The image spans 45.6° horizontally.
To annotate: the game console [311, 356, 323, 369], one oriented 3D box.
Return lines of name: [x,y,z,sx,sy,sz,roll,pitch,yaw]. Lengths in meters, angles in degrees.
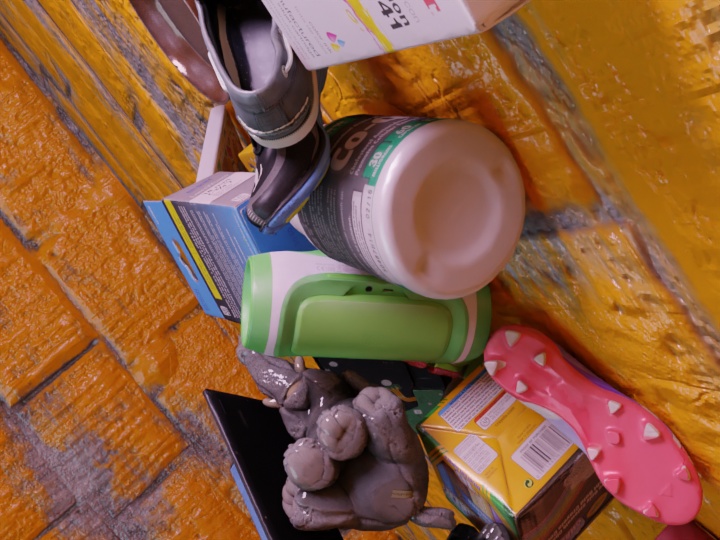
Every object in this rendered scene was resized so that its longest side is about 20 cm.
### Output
game console: [-0.074,0.015,1.084,0.115,0.177,0.201,-3,132,36]

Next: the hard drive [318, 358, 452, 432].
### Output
hard drive: [0.041,0.135,1.022,0.137,0.038,0.201,-4,140,19]

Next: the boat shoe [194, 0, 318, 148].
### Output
boat shoe: [-0.070,-0.179,0.534,0.062,0.072,0.203,40,-144,-70]

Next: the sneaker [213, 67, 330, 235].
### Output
sneaker: [-0.065,-0.113,0.592,0.082,0.202,0.071,18,146,-30]

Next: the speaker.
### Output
speaker: [0.004,0.031,0.705,0.088,0.197,0.090,-176,90,-76]

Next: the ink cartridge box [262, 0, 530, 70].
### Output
ink cartridge box: [-0.001,-0.183,0.402,0.148,0.085,0.200,55,166,-20]

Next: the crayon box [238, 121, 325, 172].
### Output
crayon box: [-0.057,-0.087,0.885,0.126,0.051,0.200,54,166,-15]

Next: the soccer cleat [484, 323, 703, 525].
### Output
soccer cleat: [0.181,0.112,0.667,0.199,0.067,0.076,39,-166,19]

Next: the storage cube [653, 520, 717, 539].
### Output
storage cube: [0.275,0.349,0.705,0.171,0.179,0.201,38,162,39]

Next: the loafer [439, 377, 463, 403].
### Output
loafer: [0.156,0.199,0.919,0.200,0.067,0.076,46,165,19]

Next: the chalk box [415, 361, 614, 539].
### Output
chalk box: [0.151,0.186,0.791,0.123,0.124,0.201,38,161,36]

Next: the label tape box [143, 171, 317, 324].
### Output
label tape box: [-0.112,-0.018,0.818,0.199,0.063,0.146,11,131,53]

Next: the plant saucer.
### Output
plant saucer: [-0.186,-0.263,0.874,0.200,0.034,0.201,46,166,15]

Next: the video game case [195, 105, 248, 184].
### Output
video game case: [-0.141,-0.071,1.001,0.201,0.023,0.184,-96,-11,-56]

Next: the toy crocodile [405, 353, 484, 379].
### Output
toy crocodile: [0.050,0.067,0.837,0.198,0.062,0.067,26,173,-6]

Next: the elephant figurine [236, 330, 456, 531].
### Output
elephant figurine: [-0.021,0.138,0.772,0.200,0.139,0.158,-139,37,-69]

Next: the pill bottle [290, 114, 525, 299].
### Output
pill bottle: [0.017,-0.054,0.615,0.114,0.113,0.199,56,164,-24]

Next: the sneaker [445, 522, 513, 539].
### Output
sneaker: [0.118,0.261,0.728,0.079,0.076,0.200,34,170,3]

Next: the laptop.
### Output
laptop: [-0.093,0.230,0.789,0.189,0.115,0.200,59,-168,25]
